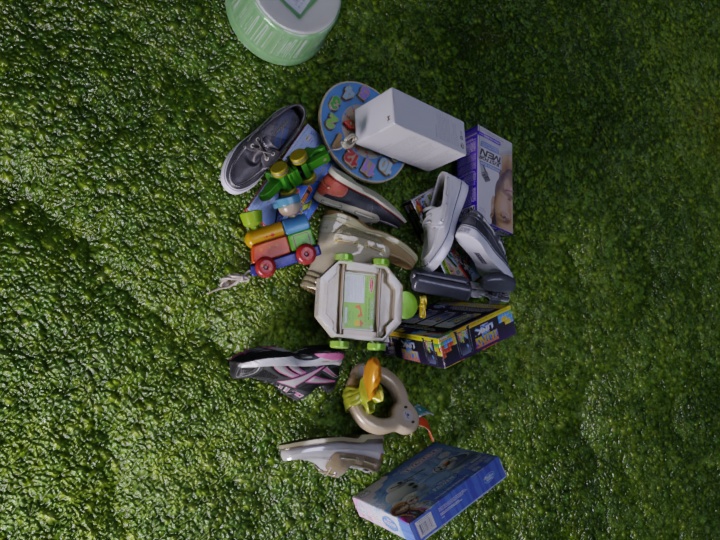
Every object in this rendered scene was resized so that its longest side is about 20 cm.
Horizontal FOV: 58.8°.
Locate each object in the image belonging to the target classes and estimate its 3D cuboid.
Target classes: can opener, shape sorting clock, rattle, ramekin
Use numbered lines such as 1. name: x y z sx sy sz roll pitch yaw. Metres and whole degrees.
1. can opener: 0.194 0.019 1.206 0.196 0.054 0.068 11 118 -8
2. shape sorting clock: 0.009 -0.259 1.188 0.197 0.039 0.204 9 74 -31
3. rattle: 0.079 0.221 1.119 0.198 0.144 0.131 30 31 -7
4. ramekin: -0.129 -0.474 1.115 0.197 0.097 0.204 3 83 -27

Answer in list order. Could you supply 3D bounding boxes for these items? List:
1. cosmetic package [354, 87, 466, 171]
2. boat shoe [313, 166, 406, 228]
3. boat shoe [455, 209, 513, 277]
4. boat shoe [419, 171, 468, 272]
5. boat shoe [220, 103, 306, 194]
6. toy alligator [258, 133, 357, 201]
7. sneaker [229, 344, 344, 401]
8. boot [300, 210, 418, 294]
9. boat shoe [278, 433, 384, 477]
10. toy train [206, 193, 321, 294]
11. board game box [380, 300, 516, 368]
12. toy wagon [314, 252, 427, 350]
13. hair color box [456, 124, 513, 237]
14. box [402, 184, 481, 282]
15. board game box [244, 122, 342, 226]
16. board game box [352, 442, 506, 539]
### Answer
1. cosmetic package: 0.094 -0.252 1.170 0.198 0.101 0.073 11 70 -43
2. boat shoe: 0.003 -0.118 1.165 0.198 0.071 0.063 25 105 -38
3. boat shoe: 0.247 -0.040 1.223 0.200 0.071 0.069 44 67 -39
4. boat shoe: 0.142 -0.094 1.200 0.065 0.073 0.203 29 62 -18
5. boat shoe: -0.159 -0.212 1.089 0.070 0.066 0.200 48 66 -14
6. toy alligator: -0.097 -0.186 1.095 0.199 0.054 0.060 -35 139 -11
7. sneaker: -0.118 0.176 1.067 0.196 0.080 0.088 2 94 -22
8. boot: 0.000 0.000 1.147 0.198 0.073 0.158 24 73 -22
9. boat shoe: -0.044 0.317 1.089 0.197 0.074 0.070 4 77 -28
10. toy train: -0.173 -0.046 1.051 0.197 0.085 0.118 -18 96 -11
11. board game box: 0.149 0.108 1.142 0.163 0.199 0.058 -19 99 -27
12. toy wagon: 0.019 0.057 1.090 0.196 0.039 0.158 7 81 -22
13. hair color box: 0.249 -0.174 1.280 0.108 0.064 0.204 16 70 -35
14. box: 0.171 -0.066 1.266 0.109 0.035 0.203 -30 99 -27
15. board game box: -0.111 -0.153 1.136 0.103 0.019 0.202 38 69 -17
16. board game box: 0.113 0.372 1.097 0.198 0.198 0.044 -25 94 -28
